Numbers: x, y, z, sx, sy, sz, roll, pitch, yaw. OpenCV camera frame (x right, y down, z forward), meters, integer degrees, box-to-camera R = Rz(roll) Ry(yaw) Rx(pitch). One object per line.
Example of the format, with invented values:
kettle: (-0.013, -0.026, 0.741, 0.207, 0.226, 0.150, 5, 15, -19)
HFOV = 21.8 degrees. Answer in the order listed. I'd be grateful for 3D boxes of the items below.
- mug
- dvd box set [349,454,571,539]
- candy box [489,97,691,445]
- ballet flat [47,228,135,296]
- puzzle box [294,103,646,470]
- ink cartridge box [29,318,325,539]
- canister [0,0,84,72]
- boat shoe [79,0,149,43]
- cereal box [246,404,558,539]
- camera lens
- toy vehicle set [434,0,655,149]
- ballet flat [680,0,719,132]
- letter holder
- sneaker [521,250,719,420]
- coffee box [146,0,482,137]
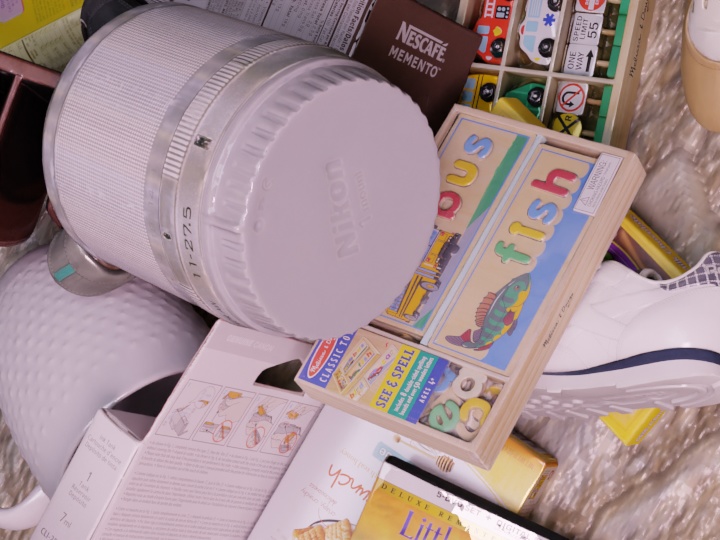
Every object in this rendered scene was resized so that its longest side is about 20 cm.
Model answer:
mug: (-0.189, 0.084, 1.235, 0.200, 0.148, 0.176, -44, 52, 3)
dvd box set: (0.041, 0.231, 1.109, 0.145, 0.029, 0.202, 25, 97, 6)
candy box: (0.126, -0.001, 1.124, 0.200, 0.026, 0.103, 46, 116, 22)
ballet flat: (-0.129, -0.043, 1.220, 0.064, 0.200, 0.068, -31, 92, 44)
puzzle box: (0.063, 0.003, 1.072, 0.132, 0.025, 0.201, 18, 70, 35)
ink cartridge box: (-0.089, 0.109, 1.147, 0.045, 0.199, 0.177, 33, 97, 30)
canister: (-0.247, -0.191, 1.363, 0.198, 0.086, 0.150, -22, 71, 23)
boat shoe: (-0.130, -0.127, 1.219, 0.068, 0.200, 0.057, -35, 72, -2)
cereal box: (0.013, 0.165, 1.159, 0.143, 0.039, 0.201, 32, 97, 20)
camera lens: (-0.072, -0.059, 1.059, 0.199, 0.159, 0.162, 22, 92, 44)
toy vehicle set: (0.120, -0.153, 1.175, 0.123, 0.026, 0.202, 9, 86, 31)
ballet flat: (0.225, -0.184, 1.099, 0.068, 0.063, 0.202, 14, 88, 32)
letter holder: (-0.225, -0.057, 1.216, 0.100, 0.200, 0.144, 19, 88, 1)
sneaker: (0.126, 0.039, 1.079, 0.198, 0.076, 0.081, -6, 72, 32)
coffee box: (-0.035, -0.159, 1.200, 0.199, 0.114, 0.080, 29, 98, 38)
